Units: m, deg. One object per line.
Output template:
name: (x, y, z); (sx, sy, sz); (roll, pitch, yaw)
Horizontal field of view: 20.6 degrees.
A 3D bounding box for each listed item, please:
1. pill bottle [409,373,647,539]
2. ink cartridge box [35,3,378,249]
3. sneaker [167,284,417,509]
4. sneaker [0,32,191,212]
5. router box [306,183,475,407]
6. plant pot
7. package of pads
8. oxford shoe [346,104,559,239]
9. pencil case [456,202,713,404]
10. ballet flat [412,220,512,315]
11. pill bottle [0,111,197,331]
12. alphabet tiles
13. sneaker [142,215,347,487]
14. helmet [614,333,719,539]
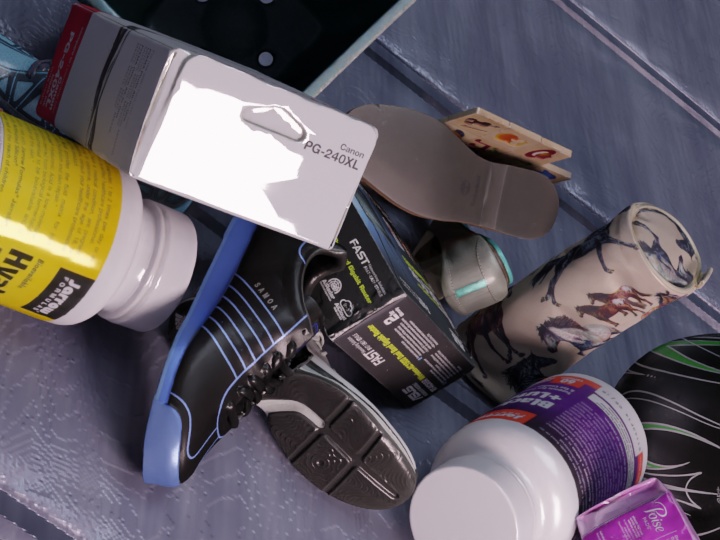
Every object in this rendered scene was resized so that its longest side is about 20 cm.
pill bottle: (0.116, 0.148, 1.396); (0.111, 0.111, 0.200); (51, 30, 10)
ink cartridge box: (-0.100, -0.093, 1.235); (0.145, 0.083, 0.200); (20, 6, -28)
sneaker: (-0.028, 0.067, 1.353); (0.200, 0.076, 0.115); (42, 32, -2)
sneaker: (-0.185, -0.119, 1.363); (0.200, 0.096, 0.079); (35, 31, -17)
router box: (0.000, 0.000, 1.403); (0.150, 0.062, 0.200); (61, 7, 23)
plant pot: (-0.089, -0.200, 1.468); (0.196, 0.196, 0.200); (45, -9, 0)
package of pads: (0.221, 0.239, 1.381); (0.121, 0.076, 0.200); (65, 5, 33)
oxford shoe: (0.053, -0.070, 1.490); (0.200, 0.071, 0.071); (24, -7, -34)
pencil case: (0.169, 0.029, 1.517); (0.089, 0.200, 0.078); (42, 34, -18)
ballet flat: (0.070, -0.009, 1.562); (0.067, 0.064, 0.200); (63, -2, -11)
pill bottle: (-0.204, -0.031, 1.220); (0.200, 0.111, 0.111); (22, 38, -33)
alphabet tiles: (0.060, -0.089, 1.548); (0.167, 0.200, 0.008); (21, 68, -35)
sneaker: (-0.072, 0.051, 1.245); (0.078, 0.070, 0.200); (17, 65, 9)
helmet: (0.277, 0.139, 1.527); (0.190, 0.200, 0.200); (4, 26, 18)
